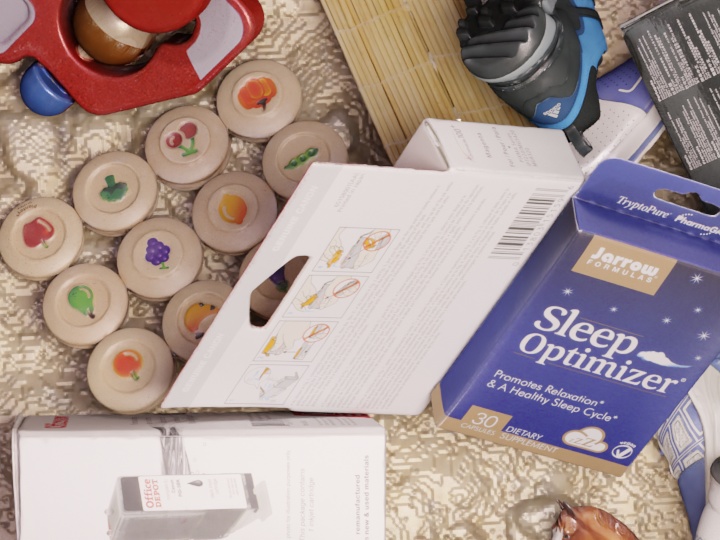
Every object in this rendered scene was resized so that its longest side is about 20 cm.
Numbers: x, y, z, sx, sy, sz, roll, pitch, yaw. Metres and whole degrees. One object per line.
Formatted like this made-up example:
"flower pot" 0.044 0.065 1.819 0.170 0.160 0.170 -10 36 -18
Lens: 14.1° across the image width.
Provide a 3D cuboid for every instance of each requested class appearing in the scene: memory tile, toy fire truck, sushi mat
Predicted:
"memory tile" -0.093 -0.021 1.649 0.200 0.017 0.153 -33 67 -5
"toy fire truck" -0.157 -0.175 1.637 0.168 0.112 0.200 -40 94 28
"sushi mat" 0.043 -0.115 1.646 0.096 0.012 0.200 -17 60 -10

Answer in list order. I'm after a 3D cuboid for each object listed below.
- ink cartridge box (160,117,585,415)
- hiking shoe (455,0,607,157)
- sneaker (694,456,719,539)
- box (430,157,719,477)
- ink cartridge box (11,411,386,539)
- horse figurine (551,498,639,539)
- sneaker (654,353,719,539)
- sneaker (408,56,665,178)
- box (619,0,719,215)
"ink cartridge box" 0.000 0.000 1.559 0.173 0.200 0.044 4 47 -33
"hiking shoe" 0.098 -0.147 1.640 0.074 0.200 0.087 -24 122 26
"sneaker" 0.256 0.169 1.656 0.200 0.074 0.087 22 95 -34
"box" 0.137 0.029 1.587 0.121 0.032 0.200 16 130 -21
"ink cartridge box" -0.090 0.123 1.611 0.200 0.147 0.083 0 91 -4
"horse figurine" 0.184 0.224 1.681 0.200 0.050 0.133 20 90 1
"sneaker" 0.198 0.081 1.681 0.075 0.088 0.200 -16 106 -41
"sneaker" 0.081 -0.070 1.665 0.199 0.081 0.115 -43 94 -3
"box" 0.262 -0.084 1.640 0.164 0.086 0.200 -27 92 -43
